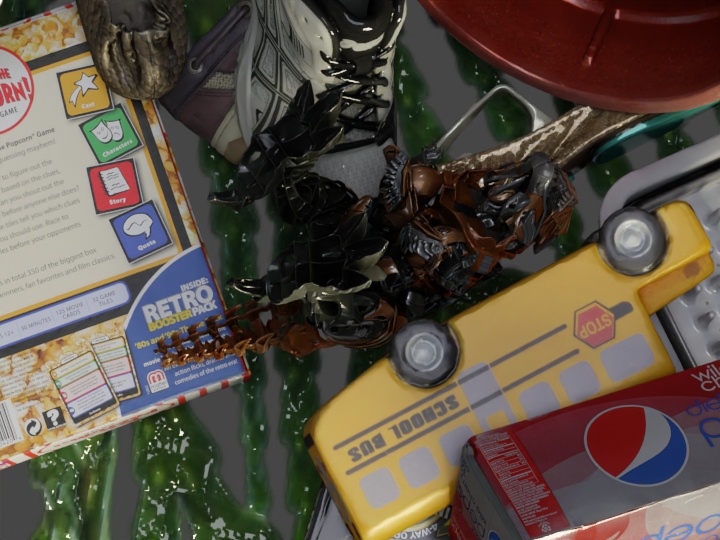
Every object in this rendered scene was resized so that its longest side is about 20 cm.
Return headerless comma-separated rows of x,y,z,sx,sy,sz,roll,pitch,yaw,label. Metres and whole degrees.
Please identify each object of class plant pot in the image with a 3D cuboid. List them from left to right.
0.134,-0.214,1.075,0.200,0.201,0.196,30,60,0,plant pot

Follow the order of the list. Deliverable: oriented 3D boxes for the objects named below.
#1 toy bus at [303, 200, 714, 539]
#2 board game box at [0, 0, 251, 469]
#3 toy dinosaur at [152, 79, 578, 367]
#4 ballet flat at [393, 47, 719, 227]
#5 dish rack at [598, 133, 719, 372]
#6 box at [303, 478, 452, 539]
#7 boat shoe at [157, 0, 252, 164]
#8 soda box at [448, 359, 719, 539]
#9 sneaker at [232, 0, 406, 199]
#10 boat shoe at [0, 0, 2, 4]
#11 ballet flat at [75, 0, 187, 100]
0.070,0.044,1.036,0.199,0.065,0.079,-28,85,-7,toy bus
-0.155,-0.017,1.119,0.150,0.046,0.202,-19,85,-5,board game box
0.000,0.000,1.054,0.200,0.136,0.102,-44,57,1,toy dinosaur
0.099,-0.072,1.130,0.199,0.071,0.066,-31,84,-8,ballet flat
0.221,0.008,1.120,0.199,0.044,0.173,-23,80,-18,dish rack
0.064,0.164,1.078,0.199,0.049,0.162,20,85,-2,box
-0.031,-0.151,1.130,0.065,0.072,0.201,31,89,-5,boat shoe
0.141,0.089,1.007,0.198,0.070,0.064,-15,49,-19,soda box
-0.015,-0.102,1.055,0.075,0.088,0.202,-18,114,-18,sneaker
-0.191,-0.142,1.049,0.198,0.074,0.069,-19,98,7,boat shoe
-0.124,-0.178,1.087,0.067,0.046,0.202,-14,89,-9,ballet flat
